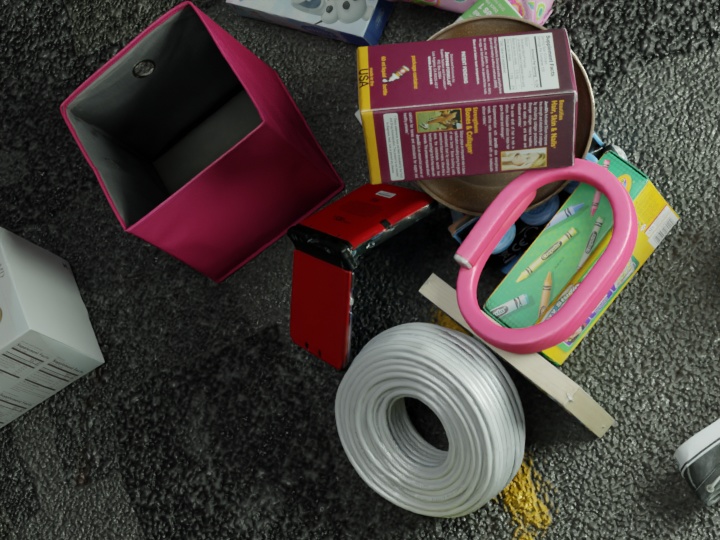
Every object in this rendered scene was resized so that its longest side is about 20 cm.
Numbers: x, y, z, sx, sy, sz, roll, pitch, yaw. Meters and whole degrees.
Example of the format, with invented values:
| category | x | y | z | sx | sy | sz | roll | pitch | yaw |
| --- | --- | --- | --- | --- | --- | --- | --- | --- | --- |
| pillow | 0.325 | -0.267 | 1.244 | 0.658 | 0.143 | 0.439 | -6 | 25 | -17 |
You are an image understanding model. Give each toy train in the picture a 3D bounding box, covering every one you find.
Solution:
| category | x | y | z | sx | sy | sz | roll | pitch | yaw |
| --- | --- | --- | --- | --- | --- | --- | --- | --- | --- |
| toy train | 0.179 | -0.081 | 1.691 | 0.200 | 0.087 | 0.114 | -36 | 54 | 11 |

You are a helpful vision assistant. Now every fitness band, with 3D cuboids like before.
| category | x | y | z | sx | sy | sz | roll | pitch | yaw |
| --- | --- | --- | --- | --- | --- | --- | --- | --- | --- |
| fitness band | 0.175 | -0.016 | 1.552 | 0.144 | 0.037 | 0.200 | 35 | 86 | 31 |

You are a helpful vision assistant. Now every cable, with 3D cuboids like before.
| category | x | y | z | sx | sy | sz | roll | pitch | yaw |
| --- | --- | --- | --- | --- | --- | --- | --- | --- | --- |
| cable | 0.067 | 0.149 | 1.623 | 0.200 | 0.069 | 0.200 | 25 | 126 | 27 |

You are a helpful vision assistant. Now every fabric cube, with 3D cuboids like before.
| category | x | y | z | sx | sy | sz | roll | pitch | yaw |
| --- | --- | --- | --- | --- | --- | --- | --- | --- | --- |
| fabric cube | -0.174 | -0.140 | 1.816 | 0.196 | 0.199 | 0.200 | -38 | 61 | 11 |

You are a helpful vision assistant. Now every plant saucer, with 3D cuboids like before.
| category | x | y | z | sx | sy | sz | roll | pitch | yaw |
| --- | --- | --- | --- | --- | --- | --- | --- | --- | --- |
| plant saucer | 0.132 | -0.154 | 1.622 | 0.200 | 0.037 | 0.201 | 0 | 100 | 1 |

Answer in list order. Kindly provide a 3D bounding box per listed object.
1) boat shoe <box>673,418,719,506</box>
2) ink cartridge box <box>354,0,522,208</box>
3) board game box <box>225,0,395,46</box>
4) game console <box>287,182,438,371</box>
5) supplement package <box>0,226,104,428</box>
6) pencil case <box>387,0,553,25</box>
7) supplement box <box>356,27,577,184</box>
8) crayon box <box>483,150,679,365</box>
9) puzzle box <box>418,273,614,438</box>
| category | x | y | z | sx | sy | sz | roll | pitch | yaw |
| --- | --- | --- | --- | --- | --- | --- | --- | --- | --- |
| boat shoe | 0.387 | 0.147 | 1.515 | 0.199 | 0.074 | 0.068 | -36 | 57 | 12 |
| ink cartridge box | 0.112 | -0.178 | 1.717 | 0.200 | 0.146 | 0.084 | -41 | 58 | 8 |
| board game box | -0.035 | -0.377 | 1.914 | 0.199 | 0.043 | 0.200 | 19 | 83 | 28 |
| game console | 0.000 | 0.000 | 1.724 | 0.172 | 0.119 | 0.200 | -31 | 16 | -13 |
| supplement package | -0.438 | 0.077 | 1.901 | 0.200 | 0.151 | 0.152 | -32 | 62 | 13 |
| pencil case | 0.114 | -0.320 | 1.784 | 0.200 | 0.087 | 0.088 | 13 | 79 | 18 |
| supplement box | 0.101 | -0.154 | 1.538 | 0.200 | 0.110 | 0.086 | -5 | 55 | 3 |
| crayon box | 0.222 | -0.009 | 1.623 | 0.058 | 0.119 | 0.200 | 40 | 93 | 30 |
| puzzle box | 0.156 | 0.085 | 1.616 | 0.200 | 0.133 | 0.025 | 39 | 89 | 31 |
